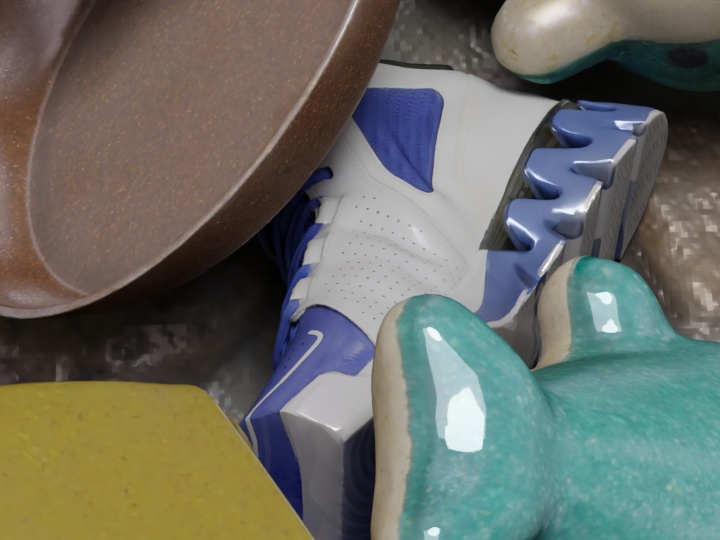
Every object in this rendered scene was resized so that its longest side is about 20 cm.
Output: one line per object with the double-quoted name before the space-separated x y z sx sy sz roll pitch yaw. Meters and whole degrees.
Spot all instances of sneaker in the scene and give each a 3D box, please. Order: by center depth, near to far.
"sneaker" 0.000 0.000 0.833 0.115 0.081 0.199 23 44 19

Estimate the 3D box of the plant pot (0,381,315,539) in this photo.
"plant pot" -0.091 0.140 0.716 0.199 0.196 0.195 -31 71 -18

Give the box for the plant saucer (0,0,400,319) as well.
"plant saucer" -0.053 -0.069 0.837 0.034 0.200 0.201 32 60 -35

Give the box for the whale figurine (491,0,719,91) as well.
"whale figurine" 0.075 -0.117 0.896 0.199 0.104 0.160 3 59 22

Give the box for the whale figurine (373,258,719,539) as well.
"whale figurine" 0.077 0.068 0.737 0.103 0.200 0.160 -12 63 29
